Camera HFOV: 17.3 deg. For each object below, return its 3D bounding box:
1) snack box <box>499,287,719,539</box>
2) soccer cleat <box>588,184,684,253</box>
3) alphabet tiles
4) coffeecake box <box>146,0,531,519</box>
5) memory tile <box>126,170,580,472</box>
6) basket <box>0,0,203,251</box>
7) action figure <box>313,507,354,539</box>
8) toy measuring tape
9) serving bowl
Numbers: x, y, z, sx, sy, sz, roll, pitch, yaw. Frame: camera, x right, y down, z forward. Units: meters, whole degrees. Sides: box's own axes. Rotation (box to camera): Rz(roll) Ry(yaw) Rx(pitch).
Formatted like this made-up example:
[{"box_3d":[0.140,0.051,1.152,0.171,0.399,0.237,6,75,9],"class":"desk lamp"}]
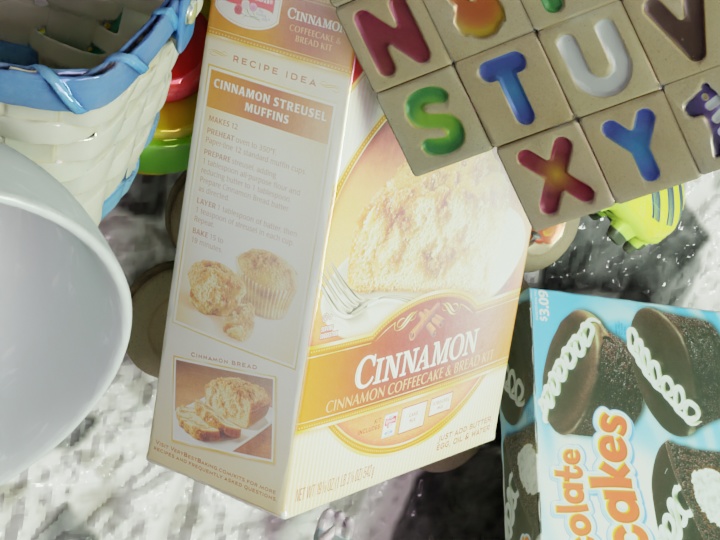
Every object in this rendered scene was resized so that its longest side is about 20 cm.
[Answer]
[{"box_3d":[0.121,0.112,1.029,0.116,0.037,0.200,7,69,-23],"class":"snack box"},{"box_3d":[0.098,-0.068,0.902,0.084,0.065,0.200,-47,151,0],"class":"soccer cleat"},{"box_3d":[0.058,-0.115,0.777,0.200,0.166,0.006,64,32,-12],"class":"alphabet tiles"},{"box_3d":[0.002,-0.022,0.926,0.153,0.073,0.200,-14,117,-54],"class":"coffeecake box"},{"box_3d":[0.000,0.000,1.022,0.200,0.017,0.154,22,98,-35],"class":"memory tile"},{"box_3d":[-0.136,-0.112,0.782,0.176,0.139,0.200,17,136,5],"class":"basket"},{"box_3d":[-0.012,0.207,1.032,0.134,0.200,0.149,-58,170,-43],"class":"action figure"},{"box_3d":[-0.109,-0.055,0.900,0.200,0.074,0.074,-29,121,-18],"class":"toy measuring tape"},{"box_3d":[-0.177,0.014,0.747,0.200,0.066,0.200,-18,148,-11],"class":"serving bowl"}]
